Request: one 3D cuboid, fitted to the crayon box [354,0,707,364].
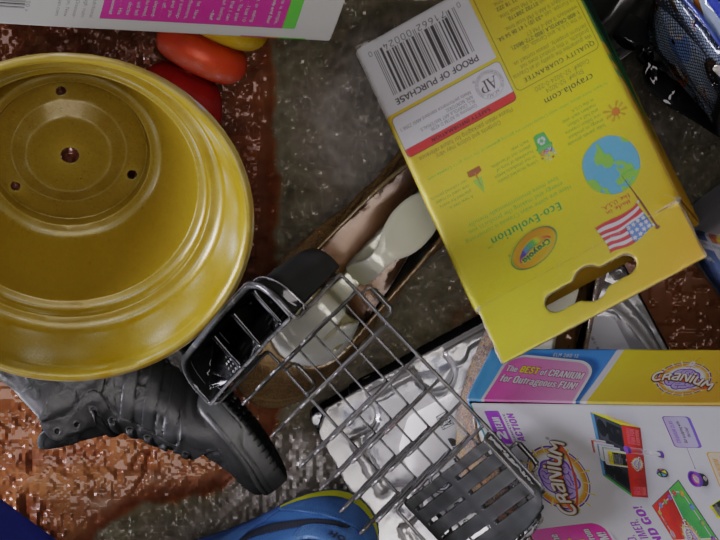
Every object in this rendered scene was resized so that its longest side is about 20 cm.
[{"bbox_3d":[0.094,-0.058,1.574,0.127,0.051,0.201,-27,69,11],"label":"crayon box"}]

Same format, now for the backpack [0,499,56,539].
[{"bbox_3d":[-0.224,0.258,1.625,0.168,0.162,0.200,39,103,5],"label":"backpack"}]

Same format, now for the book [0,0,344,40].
[{"bbox_3d":[-0.094,-0.186,1.532,0.199,0.048,0.134,2,122,-25],"label":"book"}]

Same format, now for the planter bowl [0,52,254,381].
[{"bbox_3d":[-0.158,-0.046,1.594,0.200,0.084,0.201,-2,121,-3],"label":"planter bowl"}]

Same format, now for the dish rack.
[{"bbox_3d":[0.005,0.084,1.573,0.200,0.153,0.055,46,63,1],"label":"dish rack"}]

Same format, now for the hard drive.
[{"bbox_3d":[0.089,0.093,1.680,0.200,0.038,0.140,-28,96,3],"label":"hard drive"}]

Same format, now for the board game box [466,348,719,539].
[{"bbox_3d":[0.172,0.108,1.544,0.199,0.040,0.153,0,132,30],"label":"board game box"}]

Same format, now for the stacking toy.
[{"bbox_3d":[-0.074,-0.156,1.630,0.085,0.085,0.200,27,100,-4],"label":"stacking toy"}]

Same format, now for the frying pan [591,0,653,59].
[{"bbox_3d":[0.150,-0.184,1.649,0.190,0.031,0.115,-26,102,-9],"label":"frying pan"}]

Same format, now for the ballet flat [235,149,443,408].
[{"bbox_3d":[0.000,0.000,1.650,0.068,0.072,0.200,44,95,-7],"label":"ballet flat"}]

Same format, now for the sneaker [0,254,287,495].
[{"bbox_3d":[-0.140,0.072,1.665,0.104,0.060,0.200,-41,90,2],"label":"sneaker"}]

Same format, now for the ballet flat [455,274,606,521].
[{"bbox_3d":[0.094,0.048,1.622,0.068,0.067,0.201,10,97,-1],"label":"ballet flat"}]

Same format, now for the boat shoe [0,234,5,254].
[{"bbox_3d":[-0.292,0.020,1.643,0.200,0.072,0.060,-30,141,6],"label":"boat shoe"}]

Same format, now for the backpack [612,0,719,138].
[{"bbox_3d":[0.267,-0.122,1.566,0.200,0.154,0.191,-30,74,-8],"label":"backpack"}]

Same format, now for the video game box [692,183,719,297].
[{"bbox_3d":[0.250,0.040,1.593,0.047,0.200,0.182,-38,95,-1],"label":"video game box"}]

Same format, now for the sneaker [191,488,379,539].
[{"bbox_3d":[-0.081,0.187,1.657,0.200,0.078,0.066,-28,99,17],"label":"sneaker"}]
